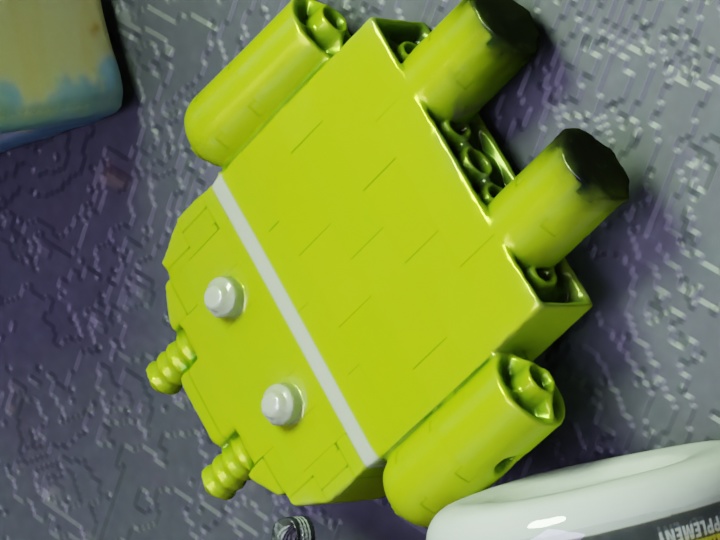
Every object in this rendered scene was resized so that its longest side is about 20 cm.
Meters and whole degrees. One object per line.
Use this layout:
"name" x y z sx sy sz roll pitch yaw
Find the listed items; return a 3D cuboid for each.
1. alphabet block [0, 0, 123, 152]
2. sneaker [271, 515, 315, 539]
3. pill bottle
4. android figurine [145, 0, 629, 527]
"alphabet block" -0.231 -0.125 1.029 0.196 0.195 0.201 -15 88 34
"sneaker" -0.025 0.182 1.010 0.114 0.075 0.201 44 126 35
"pill bottle" 0.094 0.161 0.895 0.112 0.112 0.201 -13 90 35
"android figurine" 0.000 0.000 0.970 0.200 0.041 0.182 -42 65 31
